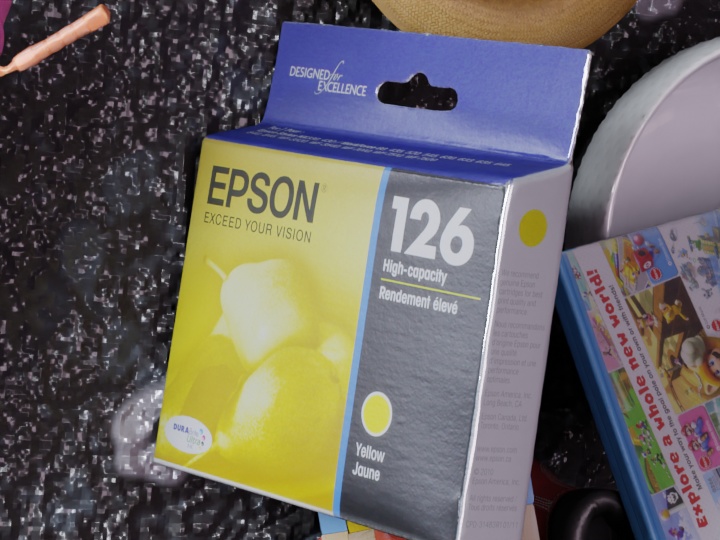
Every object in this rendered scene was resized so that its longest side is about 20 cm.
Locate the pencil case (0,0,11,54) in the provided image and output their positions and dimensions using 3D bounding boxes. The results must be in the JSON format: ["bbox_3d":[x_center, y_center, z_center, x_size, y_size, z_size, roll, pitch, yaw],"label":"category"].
[{"bbox_3d":[-0.210,-0.033,1.059,0.094,0.090,0.202,23,82,-62],"label":"pencil case"}]

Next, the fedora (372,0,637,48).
[{"bbox_3d":[0.049,-0.188,1.175,0.199,0.082,0.202,-1,92,-27],"label":"fedora"}]

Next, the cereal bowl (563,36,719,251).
[{"bbox_3d":[0.176,-0.013,1.261,0.199,0.083,0.202,-3,96,-27],"label":"cereal bowl"}]

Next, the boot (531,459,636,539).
[{"bbox_3d":[0.112,0.183,1.215,0.072,0.144,0.201,-28,108,-22],"label":"boot"}]

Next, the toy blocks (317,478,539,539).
[{"bbox_3d":[0.022,0.141,1.154,0.099,0.200,0.138,-6,84,-28],"label":"toy blocks"}]

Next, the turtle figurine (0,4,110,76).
[{"bbox_3d":[-0.133,-0.191,1.025,0.161,0.064,0.201,34,91,-19],"label":"turtle figurine"}]

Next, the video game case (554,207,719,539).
[{"bbox_3d":[0.189,0.038,1.190,0.199,0.018,0.144,-15,81,-26],"label":"video game case"}]

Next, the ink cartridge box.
[{"bbox_3d":[0.000,0.000,1.108,0.047,0.197,0.202,4,94,-41],"label":"ink cartridge box"}]
